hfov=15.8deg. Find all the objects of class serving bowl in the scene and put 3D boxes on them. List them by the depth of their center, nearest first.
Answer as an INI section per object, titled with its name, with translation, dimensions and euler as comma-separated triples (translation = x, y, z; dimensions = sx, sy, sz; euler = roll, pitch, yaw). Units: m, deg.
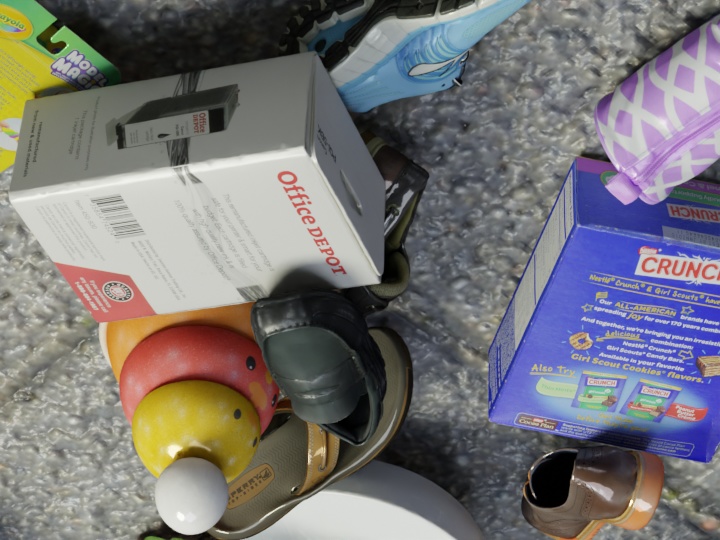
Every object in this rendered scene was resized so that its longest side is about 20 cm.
[serving bowl]
translation = 0.006, 0.199, 1.933
dimensions = 0.200, 0.066, 0.200
euler = 10, 142, 8

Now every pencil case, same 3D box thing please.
[pencil case]
translation = 0.241, -0.120, 1.633
dimensions = 0.084, 0.086, 0.200
euler = 37, 124, -28

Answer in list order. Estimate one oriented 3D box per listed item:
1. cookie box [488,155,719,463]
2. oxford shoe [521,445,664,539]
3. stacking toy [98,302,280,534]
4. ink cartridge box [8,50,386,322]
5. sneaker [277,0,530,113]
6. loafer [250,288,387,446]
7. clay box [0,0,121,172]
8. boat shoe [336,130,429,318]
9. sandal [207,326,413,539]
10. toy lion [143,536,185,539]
[cookie box]
translation = 0.196, 0.029, 1.781
dimensions = 0.171, 0.075, 0.200
euler = 11, 133, -11
[oxford shoe]
translation = 0.148, 0.153, 1.862
dimensions = 0.073, 0.071, 0.200
euler = 16, 164, -14
[stacking toy]
translation = -0.109, 0.102, 1.760
dimensions = 0.146, 0.200, 0.146
euler = -1, 134, -1
[ink cartridge box]
translation = -0.098, -0.050, 1.628
dimensions = 0.200, 0.083, 0.147
euler = -8, 143, 17
[sneaker]
translation = 0.047, -0.159, 1.617
dimensions = 0.200, 0.078, 0.090
euler = -25, 145, 28
[loafer]
translation = -0.022, 0.063, 1.683
dimensions = 0.068, 0.070, 0.201
euler = -11, 160, 11
[clay box]
translation = -0.258, -0.115, 1.656
dimensions = 0.200, 0.048, 0.115
euler = -32, 129, 24
[boat shoe]
translation = 0.000, 0.000, 1.743
dimensions = 0.065, 0.073, 0.200
euler = 28, 136, 17
[sandal]
translation = -0.045, 0.117, 1.829
dimensions = 0.200, 0.082, 0.055
euler = -36, 157, 12
[toy lion]
translation = -0.091, 0.277, 1.984
dimensions = 0.200, 0.069, 0.192
euler = 6, 140, 34
